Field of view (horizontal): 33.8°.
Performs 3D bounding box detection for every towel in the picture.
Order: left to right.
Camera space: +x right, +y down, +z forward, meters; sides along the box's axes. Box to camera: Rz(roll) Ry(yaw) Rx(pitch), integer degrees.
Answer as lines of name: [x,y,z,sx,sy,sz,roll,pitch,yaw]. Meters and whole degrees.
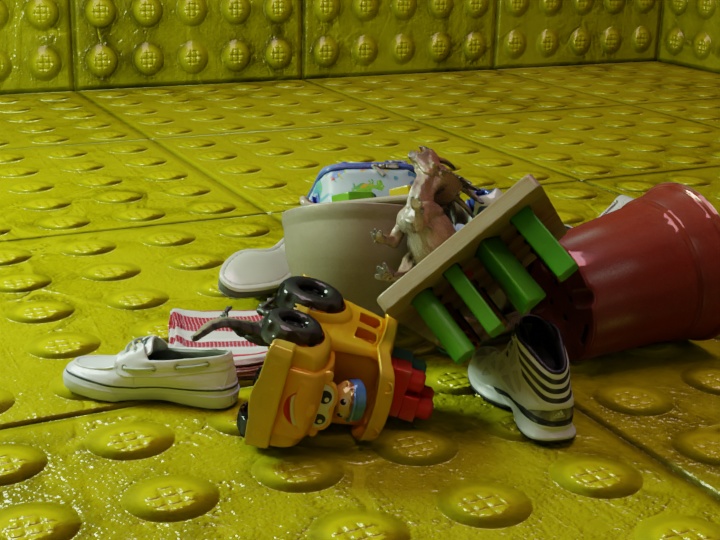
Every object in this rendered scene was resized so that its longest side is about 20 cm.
towel: [-0.159,0.083,1.419,0.143,0.023,0.200,0,18,-8]

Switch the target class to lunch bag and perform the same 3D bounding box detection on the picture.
lunch bag: [-0.004,-0.083,1.689,0.159,0.083,0.200,-3,-22,-16]

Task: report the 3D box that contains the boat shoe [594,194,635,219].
boat shoe: [0.303,-0.022,1.575,0.200,0.071,0.069,-42,44,-9]

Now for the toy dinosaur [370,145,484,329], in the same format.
toy dinosaur: [0.087,-0.037,1.351,0.085,0.202,0.135,3,17,43]

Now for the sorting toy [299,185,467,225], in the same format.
sorting toy: [0.038,-0.079,1.510,0.198,0.037,0.185,0,-8,12]

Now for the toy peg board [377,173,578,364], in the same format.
toy peg board: [0.146,0.023,1.245,0.098,0.200,0.199,53,7,21]

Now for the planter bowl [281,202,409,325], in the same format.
planter bowl: [0.000,0.000,1.453,0.198,0.136,0.200,2,-7,0]

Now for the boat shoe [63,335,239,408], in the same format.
boat shoe: [-0.226,0.101,1.281,0.198,0.067,0.074,4,18,7]

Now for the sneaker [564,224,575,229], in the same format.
sneaker: [0.340,-0.023,1.726,0.199,0.078,0.085,17,16,13]

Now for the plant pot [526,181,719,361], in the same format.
plant pot: [0.314,0.012,1.427,0.194,0.202,0.201,-15,23,-23]

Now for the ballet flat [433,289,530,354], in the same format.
ballet flat: [0.166,0.050,1.474,0.068,0.068,0.199,15,22,36]

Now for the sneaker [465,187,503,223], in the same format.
sneaker: [0.164,-0.059,1.454,0.075,0.089,0.200,-21,0,-4]

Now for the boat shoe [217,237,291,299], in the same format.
boat shoe: [-0.126,0.005,1.601,0.072,0.060,0.201,42,33,15]

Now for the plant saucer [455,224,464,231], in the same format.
plant saucer: [0.142,-0.070,1.799,0.199,0.028,0.200,-16,5,1]

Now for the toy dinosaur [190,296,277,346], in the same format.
toy dinosaur: [-0.115,0.065,1.341,0.199,0.048,0.088,10,17,-34]

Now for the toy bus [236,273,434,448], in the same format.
toy bus: [-0.016,0.112,1.203,0.191,0.137,0.200,19,21,1]

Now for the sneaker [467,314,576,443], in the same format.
sneaker: [0.176,0.092,1.262,0.075,0.116,0.200,-5,18,-18]
